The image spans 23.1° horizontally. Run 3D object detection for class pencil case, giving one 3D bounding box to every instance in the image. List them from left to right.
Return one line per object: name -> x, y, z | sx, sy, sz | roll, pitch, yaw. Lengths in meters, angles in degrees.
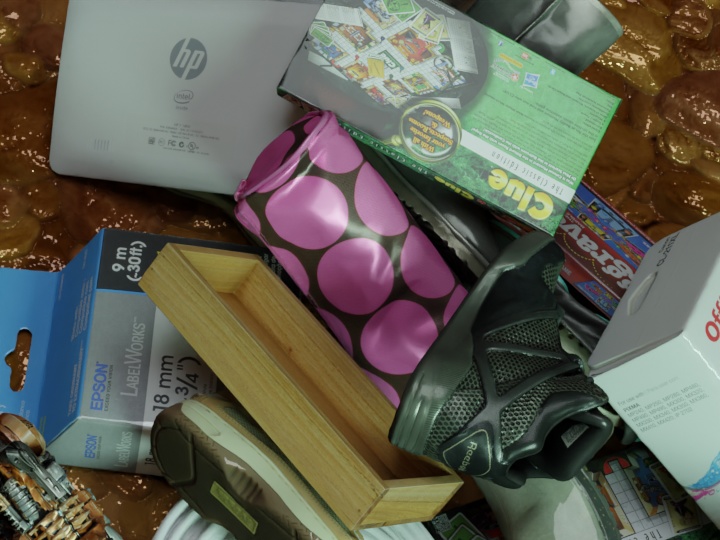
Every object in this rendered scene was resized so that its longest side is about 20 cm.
pencil case -> 0.000, 0.000, 1.113 | 0.093, 0.091, 0.200 | -34, 106, 8

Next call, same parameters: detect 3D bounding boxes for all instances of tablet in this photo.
tablet -> -0.116, -0.120, 1.183 | 0.198, 0.014, 0.131 | 7, 90, 20

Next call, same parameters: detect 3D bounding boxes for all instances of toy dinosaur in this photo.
toy dinosaur -> -0.201, 0.122, 1.013 | 0.102, 0.136, 0.201 | -18, 62, -21

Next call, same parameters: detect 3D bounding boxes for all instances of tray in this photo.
tray -> -0.036, 0.066, 1.027 | 0.200, 0.037, 0.098 | 48, 18, 24

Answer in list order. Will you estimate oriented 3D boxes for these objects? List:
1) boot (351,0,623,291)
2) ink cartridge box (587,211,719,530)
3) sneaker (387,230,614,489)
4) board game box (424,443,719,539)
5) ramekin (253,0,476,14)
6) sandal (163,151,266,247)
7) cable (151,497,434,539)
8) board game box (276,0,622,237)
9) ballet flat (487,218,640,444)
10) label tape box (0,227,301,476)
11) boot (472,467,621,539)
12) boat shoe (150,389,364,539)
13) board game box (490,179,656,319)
boot -> 0.098, -0.100, 1.181 | 0.199, 0.073, 0.182 | -36, 70, -12
ink cartridge box -> 0.252, 0.080, 1.101 | 0.200, 0.083, 0.146 | 48, 45, -12
sneaker -> 0.102, 0.057, 1.040 | 0.114, 0.077, 0.200 | 27, 38, 7
board game box -> 0.149, 0.174, 1.109 | 0.199, 0.024, 0.105 | -17, 64, -21
ramekin -> 0.021, -0.198, 1.236 | 0.098, 0.201, 0.200 | 46, 60, 10
sandal -> -0.083, -0.075, 1.213 | 0.200, 0.057, 0.080 | 35, 57, 12
cable -> -0.037, 0.210, 1.030 | 0.198, 0.069, 0.201 | 12, 55, -2
board game box -> 0.057, -0.111, 1.123 | 0.199, 0.023, 0.105 | 29, 77, -1
ballet flat -> 0.127, 0.041, 1.164 | 0.068, 0.068, 0.200 | -39, 60, -20
label tape box -> -0.139, 0.052, 1.115 | 0.198, 0.063, 0.145 | 7, 55, -7
boot -> 0.094, 0.183, 1.019 | 0.130, 0.068, 0.200 | -25, 68, -34
boat shoe -> -0.030, 0.138, 1.000 | 0.076, 0.072, 0.200 | -25, 64, -42
board game box -> 0.155, -0.024, 1.226 | 0.200, 0.020, 0.103 | 43, 34, 17
